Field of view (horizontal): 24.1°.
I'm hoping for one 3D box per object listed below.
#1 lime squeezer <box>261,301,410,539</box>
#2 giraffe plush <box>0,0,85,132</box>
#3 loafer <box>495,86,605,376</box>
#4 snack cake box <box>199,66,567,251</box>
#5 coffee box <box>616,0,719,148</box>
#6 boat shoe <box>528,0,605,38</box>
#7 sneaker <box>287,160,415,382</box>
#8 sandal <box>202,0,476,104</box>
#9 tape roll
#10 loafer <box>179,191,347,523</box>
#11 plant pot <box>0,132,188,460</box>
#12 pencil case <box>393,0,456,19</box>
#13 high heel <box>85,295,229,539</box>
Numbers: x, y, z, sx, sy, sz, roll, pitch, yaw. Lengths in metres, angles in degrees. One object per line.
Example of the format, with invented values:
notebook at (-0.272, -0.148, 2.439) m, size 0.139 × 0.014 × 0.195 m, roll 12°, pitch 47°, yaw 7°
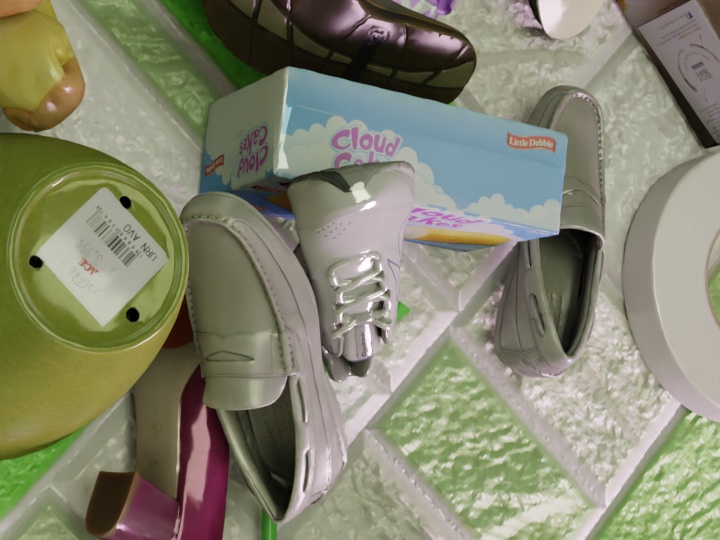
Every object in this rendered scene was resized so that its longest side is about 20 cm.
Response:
lime squeezer at (-0.037, 0.090, 1.052) m, size 0.201 × 0.038 × 0.071 m, roll -64°, pitch 144°, yaw -20°
giraffe plush at (-0.255, -0.154, 0.904) m, size 0.161 × 0.173 × 0.201 m, roll -22°, pitch 108°, yaw -7°
loafer at (0.137, -0.028, 1.127) m, size 0.070 × 0.070 × 0.201 m, roll 13°, pitch 78°, yaw -27°
snack cake box at (0.014, -0.064, 1.047) m, size 0.199 × 0.115 × 0.068 m, roll 10°, pitch 81°, yaw -27°
coffee box at (0.254, -0.204, 1.217) m, size 0.114 × 0.080 × 0.201 m, roll -38°, pitch 101°, yaw -27°
boat shoe at (0.138, -0.258, 1.141) m, size 0.073 × 0.063 × 0.202 m, roll -18°, pitch 124°, yaw -26°
sneaker at (0.000, 0.000, 0.963) m, size 0.074 × 0.200 × 0.088 m, roll -9°, pitch 68°, yaw -3°
sandal at (-0.014, -0.152, 1.010) m, size 0.199 × 0.082 × 0.055 m, roll 13°, pitch 36°, yaw -36°
tape roll at (0.281, 0.012, 1.228) m, size 0.202 × 0.037 × 0.204 m, roll 5°, pitch 80°, yaw -28°
loafer at (-0.058, 0.051, 0.946) m, size 0.070 × 0.070 × 0.201 m, roll -54°, pitch 132°, yaw -49°
plant pot at (-0.171, 0.003, 0.889) m, size 0.186 × 0.200 × 0.188 m, roll 4°, pitch 81°, yaw -28°
pencil case at (-0.038, -0.189, 1.052) m, size 0.199 × 0.085 × 0.084 m, roll 22°, pitch 65°, yaw -24°
high heel at (-0.094, 0.089, 1.012) m, size 0.096 × 0.067 × 0.201 m, roll 43°, pitch 63°, yaw -42°
